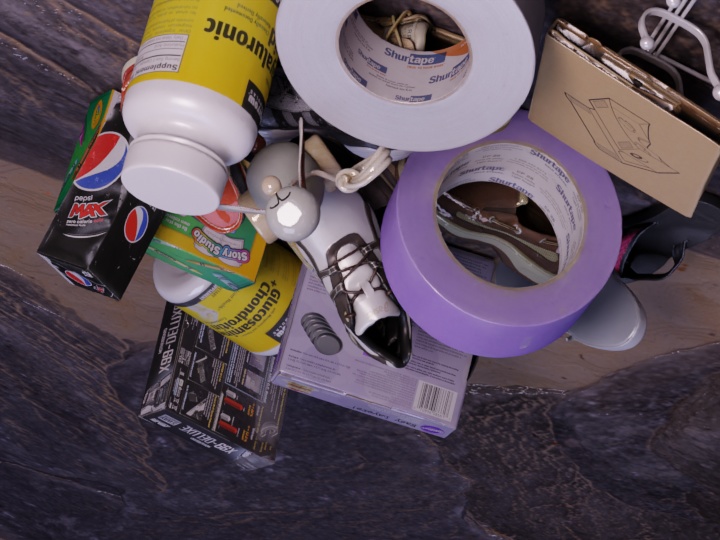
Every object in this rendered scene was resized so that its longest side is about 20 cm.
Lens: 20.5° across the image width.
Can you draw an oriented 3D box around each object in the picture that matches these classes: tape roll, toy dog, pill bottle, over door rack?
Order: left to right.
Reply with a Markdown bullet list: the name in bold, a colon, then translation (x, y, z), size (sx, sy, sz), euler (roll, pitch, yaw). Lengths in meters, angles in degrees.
- **pill bottle**: translation (-0.127, -0.151, 1.592), size (0.110, 0.202, 0.111), euler (12, 158, 5)
- **pill bottle**: translation (-0.114, 0.021, 2.087), size (0.111, 0.113, 0.199), euler (-9, 148, 42)
- **toy dog**: translation (-0.067, -0.080, 1.626), size (0.096, 0.132, 0.200), euler (49, 163, -8)
- **tape roll**: translation (0.038, -0.186, 1.510), size (0.198, 0.067, 0.201), euler (7, 136, 7)
- **tape roll**: translation (0.120, -0.033, 1.720), size (0.198, 0.202, 0.085), euler (16, 158, -4)
- **over door rack**: translation (0.304, -0.151, 1.518), size (0.198, 0.067, 0.148), euler (16, 158, -5)

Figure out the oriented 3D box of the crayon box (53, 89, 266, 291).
- **crayon box**: translation (-0.178, -0.074, 1.896), size (0.199, 0.120, 0.058), euler (25, 160, -23)

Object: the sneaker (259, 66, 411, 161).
- **sneaker**: translation (-0.039, -0.159, 1.697), size (0.198, 0.076, 0.114), euler (11, 152, 1)

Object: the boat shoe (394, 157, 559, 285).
- **boat shoe**: translation (0.125, -0.064, 1.835), size (0.201, 0.075, 0.075), euler (29, 129, -28)

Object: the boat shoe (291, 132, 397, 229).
- **boat shoe**: translation (0.003, -0.083, 1.835), size (0.199, 0.074, 0.074), euler (30, 152, -32)

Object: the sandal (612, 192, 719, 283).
- **sandal**: translation (0.271, -0.021, 1.859), size (0.075, 0.045, 0.200), euler (21, 156, -16)

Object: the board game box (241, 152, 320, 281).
- **board game box**: translation (-0.053, -0.051, 1.845), size (0.200, 0.035, 0.135), euler (53, 170, -33)

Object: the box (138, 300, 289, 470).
- **box**: translation (-0.145, 0.093, 2.160), size (0.157, 0.202, 0.050), euler (30, 148, -34)

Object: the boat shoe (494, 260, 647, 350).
- **boat shoe**: translation (0.214, 0.035, 1.931), size (0.068, 0.074, 0.199), euler (27, 175, -40)

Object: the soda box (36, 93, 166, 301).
- **soda box**: translation (-0.209, -0.080, 1.794), size (0.063, 0.201, 0.071), euler (16, 161, 29)

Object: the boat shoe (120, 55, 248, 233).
- **boat shoe**: translation (-0.151, -0.098, 1.733), size (0.071, 0.063, 0.201), euler (-23, 132, 5)

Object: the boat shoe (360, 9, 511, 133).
- **boat shoe**: translation (0.041, -0.177, 1.619), size (0.198, 0.075, 0.067), euler (16, 144, -10)

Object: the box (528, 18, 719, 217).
- **box**: translation (0.213, -0.118, 1.596), size (0.163, 0.021, 0.200), euler (34, 168, 9)

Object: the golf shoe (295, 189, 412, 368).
- **golf shoe**: translation (0.000, 0.000, 1.756), size (0.201, 0.077, 0.095), euler (60, 178, -31)

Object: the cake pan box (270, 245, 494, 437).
- **cake pan box**: translation (0.028, 0.052, 1.989), size (0.198, 0.186, 0.052), euler (17, 161, -8)
